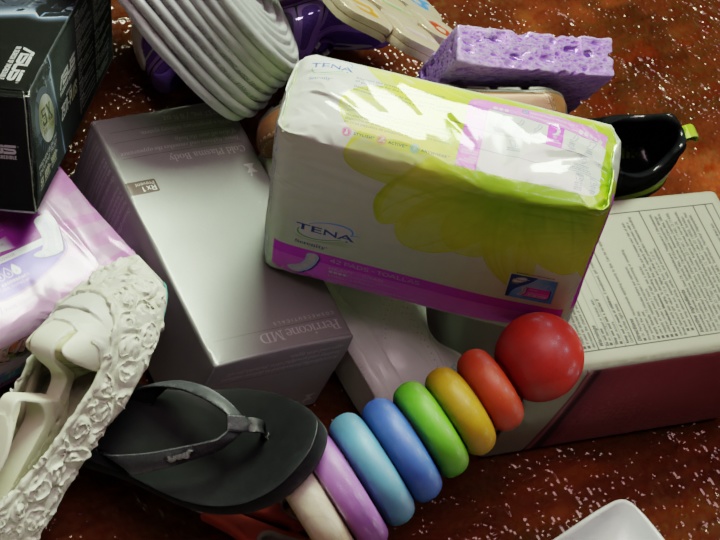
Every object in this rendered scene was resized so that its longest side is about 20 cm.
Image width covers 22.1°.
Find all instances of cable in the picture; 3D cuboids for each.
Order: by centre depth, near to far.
[{"bbox_3d":[-0.112,-0.192,1.196,0.200,0.069,0.200,56,10,0],"label":"cable"}]

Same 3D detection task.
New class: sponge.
[{"bbox_3d":[0.083,-0.113,1.264,0.112,0.200,0.030,1,74,-18],"label":"sponge"}]

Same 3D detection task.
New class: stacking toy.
[{"bbox_3d":[0.048,0.094,1.098,0.200,0.085,0.085,-32,68,-5],"label":"stacking toy"}]

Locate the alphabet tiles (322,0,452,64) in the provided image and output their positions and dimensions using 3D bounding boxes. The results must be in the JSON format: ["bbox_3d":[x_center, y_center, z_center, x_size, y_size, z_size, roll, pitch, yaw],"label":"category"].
[{"bbox_3d":[-0.019,-0.209,1.270,0.196,0.015,0.200,20,25,-41],"label":"alphabet tiles"}]

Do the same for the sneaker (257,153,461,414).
[{"bbox_3d":[0.000,0.000,1.221,0.088,0.075,0.200,-23,75,-19],"label":"sneaker"}]

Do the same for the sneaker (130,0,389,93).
[{"bbox_3d":[-0.065,-0.161,1.337,0.200,0.081,0.083,-9,71,-16],"label":"sneaker"}]

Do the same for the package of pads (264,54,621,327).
[{"bbox_3d":[0.044,-0.043,1.095,0.200,0.155,0.068,13,57,2],"label":"package of pads"}]

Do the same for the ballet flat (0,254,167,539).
[{"bbox_3d":[-0.175,0.073,1.055,0.072,0.072,0.200,26,77,-1],"label":"ballet flat"}]

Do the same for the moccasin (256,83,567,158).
[{"bbox_3d":[0.033,-0.078,1.186,0.201,0.074,0.078,4,76,-4],"label":"moccasin"}]

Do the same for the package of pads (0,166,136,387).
[{"bbox_3d":[-0.245,0.015,1.118,0.200,0.076,0.121,-29,68,-36],"label":"package of pads"}]

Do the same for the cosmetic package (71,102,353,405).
[{"bbox_3d":[-0.100,-0.004,1.183,0.107,0.090,0.200,-13,58,-33],"label":"cosmetic package"}]

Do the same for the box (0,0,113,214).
[{"bbox_3d":[-0.258,-0.131,1.160,0.164,0.086,0.200,6,36,5],"label":"box"}]

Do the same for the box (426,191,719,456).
[{"bbox_3d":[0.161,0.035,1.240,0.200,0.109,0.128,-6,58,-25],"label":"box"}]

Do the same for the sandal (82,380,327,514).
[{"bbox_3d":[-0.118,0.094,1.073,0.200,0.043,0.076,6,62,20],"label":"sandal"}]

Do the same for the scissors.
[{"bbox_3d":[-0.097,0.144,1.118,0.200,0.014,0.073,14,51,-12],"label":"scissors"}]

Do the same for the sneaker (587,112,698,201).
[{"bbox_3d":[0.136,-0.076,1.242,0.200,0.083,0.072,-15,77,-24],"label":"sneaker"}]

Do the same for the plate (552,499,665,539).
[{"bbox_3d":[0.152,0.259,1.117,0.200,0.032,0.200,-25,66,-34],"label":"plate"}]
